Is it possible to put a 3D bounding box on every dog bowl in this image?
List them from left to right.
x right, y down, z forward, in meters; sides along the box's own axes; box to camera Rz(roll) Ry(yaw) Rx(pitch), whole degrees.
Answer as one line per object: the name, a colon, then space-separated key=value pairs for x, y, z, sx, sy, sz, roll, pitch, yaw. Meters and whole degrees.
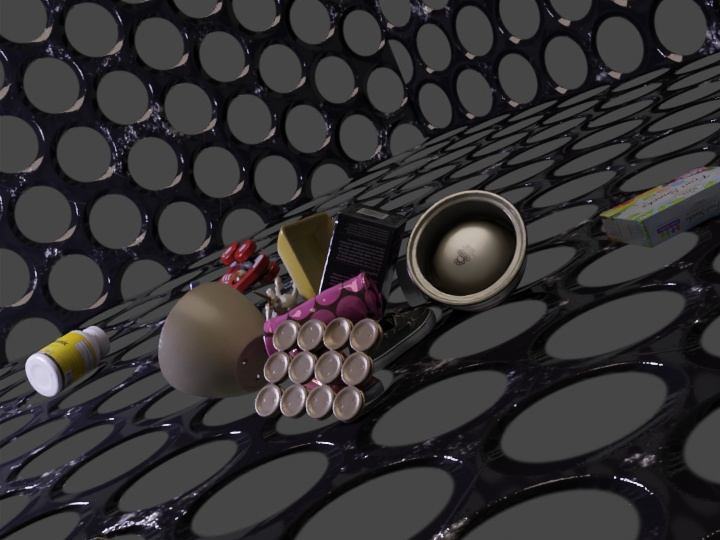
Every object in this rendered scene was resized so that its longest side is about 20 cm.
dog bowl: x=0.177 y=-0.023 z=1.651 sx=0.198 sy=0.202 sz=0.074 roll=-21 pitch=-30 yaw=12

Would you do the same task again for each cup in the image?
cup: x=-0.222 y=0.136 z=1.759 sx=0.142 sy=0.202 sz=0.200 roll=21 pitch=39 yaw=38

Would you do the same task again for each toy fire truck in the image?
toy fire truck: x=-0.314 y=0.020 z=2.681 sx=0.199 sy=0.112 sz=0.169 roll=-7 pitch=44 yaw=58

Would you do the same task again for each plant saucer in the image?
plant saucer: x=-0.075 y=0.002 z=1.930 sx=0.048 sy=0.201 sz=0.200 roll=-28 pitch=-1 yaw=26

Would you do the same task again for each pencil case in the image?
pencil case: x=-0.056 y=0.078 z=1.639 sx=0.199 sy=0.091 sz=0.094 roll=-25 pitch=-34 yaw=17

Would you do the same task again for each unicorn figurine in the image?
unicorn figurine: x=-0.147 y=0.075 z=1.890 sx=0.073 sy=0.202 sz=0.138 roll=-2 pitch=36 yaw=0

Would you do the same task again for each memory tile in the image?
memory tile: x=-0.061 y=0.141 z=1.482 sx=0.199 sy=0.017 sz=0.155 roll=-3 pitch=65 yaw=38

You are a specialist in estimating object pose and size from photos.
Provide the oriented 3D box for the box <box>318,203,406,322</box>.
box: x=0.000 y=0.000 z=1.751 sx=0.103 sy=0.202 sz=0.148 roll=14 pitch=12 yaw=7

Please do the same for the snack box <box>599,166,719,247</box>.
snack box: x=0.503 y=-0.104 z=1.647 sx=0.199 sy=0.053 sz=0.142 roll=-26 pitch=13 yaw=-10

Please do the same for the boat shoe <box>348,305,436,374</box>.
boat shoe: x=0.052 y=0.098 z=1.632 sx=0.068 sy=0.057 sz=0.200 roll=-14 pitch=15 yaw=42

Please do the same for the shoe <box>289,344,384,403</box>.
shoe: x=-0.042 y=0.145 z=1.520 sx=0.071 sy=0.092 sz=0.200 roll=-29 pitch=12 yaw=-26

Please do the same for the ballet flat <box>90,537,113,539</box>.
ballet flat: x=-0.300 y=0.352 z=1.156 sx=0.071 sy=0.073 sz=0.200 roll=-24 pitch=11 yaw=-5

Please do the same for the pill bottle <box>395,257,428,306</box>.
pill bottle: x=0.165 y=-0.010 z=1.760 sx=0.198 sy=0.113 sz=0.112 roll=-21 pitch=11 yaw=13

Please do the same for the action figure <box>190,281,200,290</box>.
action figure: x=-0.264 y=0.112 z=1.936 sx=0.103 sy=0.202 sz=0.194 roll=-4 pitch=11 yaw=-3

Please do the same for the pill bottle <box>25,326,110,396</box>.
pill bottle: x=-0.708 y=0.215 z=2.526 sx=0.111 sy=0.112 sz=0.200 roll=-15 pitch=13 yaw=36
